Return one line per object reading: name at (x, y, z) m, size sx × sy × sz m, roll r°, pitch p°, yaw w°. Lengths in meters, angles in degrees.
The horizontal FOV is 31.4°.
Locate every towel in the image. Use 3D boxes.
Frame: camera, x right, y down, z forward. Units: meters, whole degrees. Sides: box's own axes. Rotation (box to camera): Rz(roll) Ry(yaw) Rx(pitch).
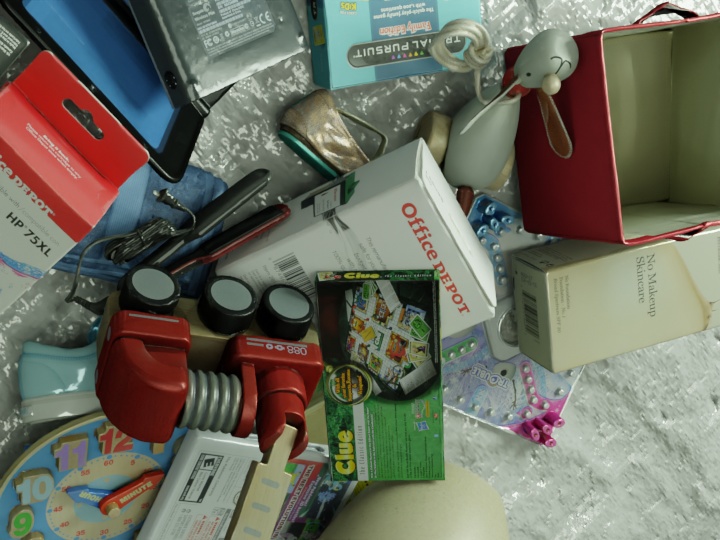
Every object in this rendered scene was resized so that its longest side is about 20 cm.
towel at (-0.211, -0.049, 1.060) m, size 0.197 × 0.048 × 0.113 m, roll 15°, pitch 97°, yaw -25°

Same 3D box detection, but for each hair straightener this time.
hair straightener at (-0.157, -0.032, 1.045) m, size 0.198 × 0.041 × 0.078 m, roll -29°, pitch 114°, yaw -8°

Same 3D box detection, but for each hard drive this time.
hard drive at (-0.129, -0.246, 1.001) m, size 0.139 × 0.033 × 0.203 m, roll -31°, pitch 105°, yaw -40°

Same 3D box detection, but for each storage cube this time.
storage cube at (0.248, -0.129, 1.141) m, size 0.168 × 0.179 × 0.204 m, roll -11°, pitch 98°, yaw -19°

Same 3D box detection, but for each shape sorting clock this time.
shape sorting clock at (-0.217, 0.195, 1.097) m, size 0.197 × 0.039 × 0.202 m, roll -16°, pitch 130°, yaw -20°

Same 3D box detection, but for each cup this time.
cup at (0.059, 0.256, 1.160) m, size 0.200 × 0.199 × 0.145 m, roll 41°, pitch 61°, yaw -26°

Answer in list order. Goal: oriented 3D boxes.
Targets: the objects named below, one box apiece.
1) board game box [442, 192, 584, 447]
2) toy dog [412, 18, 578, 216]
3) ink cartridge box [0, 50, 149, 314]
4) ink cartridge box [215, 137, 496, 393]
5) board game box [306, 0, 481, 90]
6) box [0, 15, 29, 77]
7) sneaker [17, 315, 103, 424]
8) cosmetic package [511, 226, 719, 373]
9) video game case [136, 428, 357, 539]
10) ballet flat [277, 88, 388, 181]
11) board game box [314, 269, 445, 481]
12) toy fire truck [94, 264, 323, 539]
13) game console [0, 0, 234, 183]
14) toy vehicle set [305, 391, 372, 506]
board game box at (0.153, 0.055, 1.249) m, size 0.198 × 0.026 × 0.202 m, roll 24°, pitch 94°, yaw -26°
toy dog at (0.115, -0.116, 1.104) m, size 0.129 × 0.201 × 0.098 m, roll 3°, pitch 61°, yaw -3°
ink cartridge box at (-0.265, -0.052, 0.949) m, size 0.199 × 0.067 × 0.116 m, roll -39°, pitch 106°, yaw 23°
ink cartridge box at (0.000, 0.000, 1.092) m, size 0.198 × 0.085 × 0.147 m, roll -23°, pitch 115°, yaw 18°
board game box at (0.026, -0.268, 1.099) m, size 0.149 × 0.047 × 0.203 m, roll -11°, pitch 108°, yaw -19°
box at (-0.356, -0.136, 0.921) m, size 0.124 × 0.148 × 0.201 m, roll 42°, pitch 86°, yaw -27°
sneaker at (-0.194, 0.076, 1.090) m, size 0.197 × 0.074 × 0.083 m, roll -6°, pitch 84°, yaw -33°
cosmetic package at (0.249, 0.018, 1.225) m, size 0.197 × 0.073 × 0.105 m, roll -14°, pitch 109°, yaw -17°
video game case at (-0.110, 0.234, 1.150) m, size 0.180 × 0.023 × 0.202 m, roll 14°, pitch 113°, yaw -34°
ballet flat at (0.013, -0.082, 1.135) m, size 0.067 × 0.068 × 0.200 m, roll -50°, pitch 118°, yaw -11°
board game box at (0.019, 0.092, 1.079) m, size 0.103 × 0.024 × 0.203 m, roll -2°, pitch 119°, yaw 2°
toy fire truck at (-0.117, 0.117, 0.993) m, size 0.173 × 0.202 × 0.130 m, roll 9°, pitch 130°, yaw -21°
game console at (-0.160, -0.204, 1.001) m, size 0.176 × 0.116 × 0.200 m, roll -44°, pitch 116°, yaw -4°
toy vehicle set at (0.002, 0.199, 1.225) m, size 0.123 × 0.026 × 0.203 m, roll -25°, pitch 112°, yaw -14°
